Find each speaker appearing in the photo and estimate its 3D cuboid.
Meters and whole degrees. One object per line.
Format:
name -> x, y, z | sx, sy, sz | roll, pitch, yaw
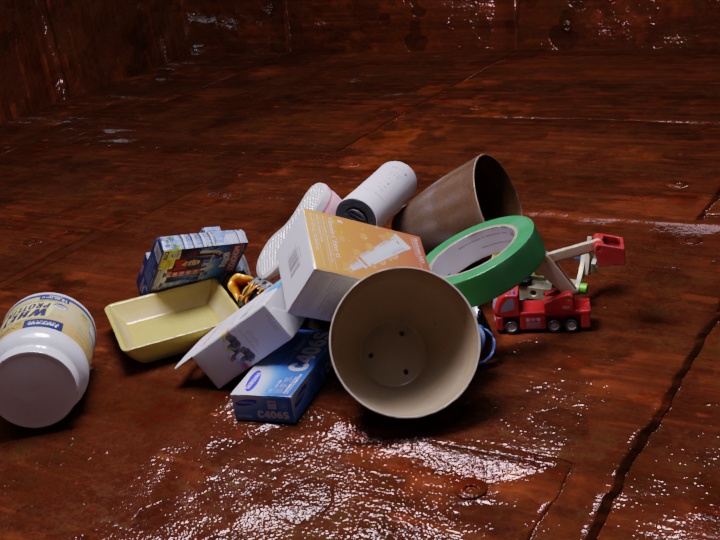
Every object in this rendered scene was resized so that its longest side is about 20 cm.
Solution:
speaker -> 0.030, -0.125, 1.792 | 0.081, 0.081, 0.200 | 3, 26, 24

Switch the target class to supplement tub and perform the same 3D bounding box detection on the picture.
supplement tub -> -0.473, 0.131, 1.509 | 0.144, 0.145, 0.200 | -10, 23, -6

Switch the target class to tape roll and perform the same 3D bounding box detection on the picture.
tape roll -> 0.180, -0.012, 1.541 | 0.200, 0.048, 0.200 | -26, 18, 9

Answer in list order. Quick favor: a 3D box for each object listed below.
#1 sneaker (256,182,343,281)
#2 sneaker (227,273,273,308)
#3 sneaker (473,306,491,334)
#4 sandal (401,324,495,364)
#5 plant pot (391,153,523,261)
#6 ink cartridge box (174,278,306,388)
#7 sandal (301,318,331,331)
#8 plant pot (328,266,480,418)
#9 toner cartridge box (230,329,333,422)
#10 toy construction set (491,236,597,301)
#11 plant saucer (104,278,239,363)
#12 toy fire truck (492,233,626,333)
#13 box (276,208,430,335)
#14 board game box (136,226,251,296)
sneaker -> -0.090, -0.049, 1.788 | 0.200, 0.105, 0.075 | -53, 41, 5
sneaker -> -0.157, 0.053, 1.642 | 0.078, 0.077, 0.200 | -59, 29, -8
sneaker -> 0.138, 0.064, 1.596 | 0.093, 0.070, 0.200 | -26, 26, 1
sandal -> 0.124, 0.103, 1.502 | 0.087, 0.080, 0.200 | 20, -4, -36
plant pot -> 0.162, -0.087, 1.809 | 0.200, 0.187, 0.187 | -18, 15, 30
ink cartridge box -> -0.173, 0.100, 1.522 | 0.200, 0.068, 0.115 | -35, 9, 27
sandal -> -0.076, 0.059, 1.656 | 0.082, 0.055, 0.200 | -57, 35, -6
plant pot -> 0.052, 0.107, 1.388 | 0.200, 0.200, 0.134 | -11, -11, -8
toner cartridge box -> -0.102, 0.150, 1.478 | 0.095, 0.043, 0.200 | -1, 23, 21
toy construction set -> 0.301, 0.006, 1.646 | 0.200, 0.092, 0.131 | -8, 20, 28
plant saucer -> -0.308, 0.088, 1.683 | 0.200, 0.048, 0.200 | -15, 25, -17
toy fire truck -> 0.298, 0.020, 1.532 | 0.200, 0.141, 0.049 | -2, 23, 12
box -> -0.007, 0.005, 1.472 | 0.200, 0.098, 0.124 | 12, 42, -27
board game box -> -0.276, -0.016, 1.791 | 0.200, 0.200, 0.062 | -8, 63, -28
